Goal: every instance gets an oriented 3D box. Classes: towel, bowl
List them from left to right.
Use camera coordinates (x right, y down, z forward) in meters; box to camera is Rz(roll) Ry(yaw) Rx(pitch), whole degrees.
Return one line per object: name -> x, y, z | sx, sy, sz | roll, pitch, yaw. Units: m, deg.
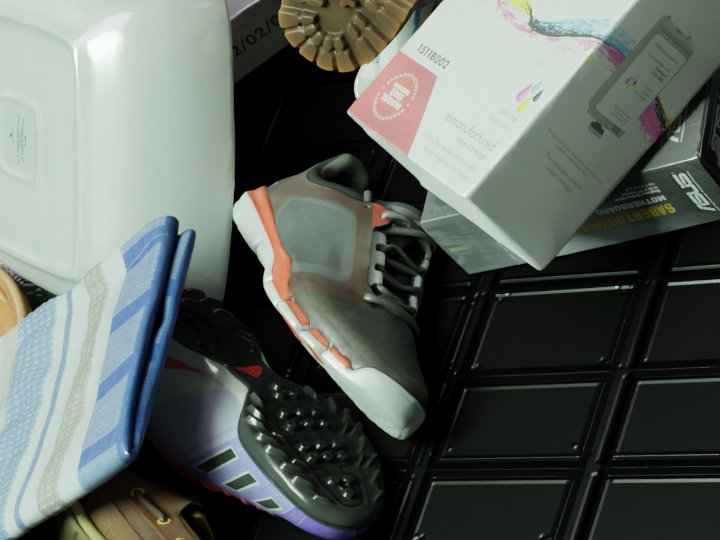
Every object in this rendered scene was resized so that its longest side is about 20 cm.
towel -> -0.157, 0.067, 1.333 | 0.200, 0.024, 0.147 | -32, 36, 44
bowl -> -0.150, -0.072, 1.424 | 0.200, 0.075, 0.200 | 23, 117, 52

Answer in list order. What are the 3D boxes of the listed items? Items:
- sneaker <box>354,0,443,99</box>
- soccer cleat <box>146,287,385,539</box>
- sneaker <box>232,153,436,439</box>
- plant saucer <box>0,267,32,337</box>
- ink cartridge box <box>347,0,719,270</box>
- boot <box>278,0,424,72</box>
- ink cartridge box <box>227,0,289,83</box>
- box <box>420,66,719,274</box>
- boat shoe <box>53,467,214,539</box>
sneaker -> 0.037, -0.166, 1.425 | 0.087, 0.075, 0.200 | -15, 48, 42
soccer cleat -> -0.057, 0.083, 1.310 | 0.200, 0.068, 0.073 | 41, 121, 42
sneaker -> 0.000, 0.000, 1.313 | 0.082, 0.077, 0.200 | -36, 40, 4
plant saucer -> -0.254, 0.084, 1.501 | 0.200, 0.037, 0.200 | -25, 42, 25
ink cartridge box -> 0.102, -0.112, 1.239 | 0.200, 0.067, 0.116 | -49, 37, -2
boot -> 0.042, -0.188, 1.287 | 0.200, 0.075, 0.107 | -43, 5, 41
ink cartridge box -> -0.099, -0.159, 1.544 | 0.115, 0.068, 0.200 | -36, 39, 12
box -> 0.121, -0.104, 1.309 | 0.158, 0.048, 0.200 | -14, 49, 36
boat shoe -> -0.104, 0.139, 1.300 | 0.068, 0.072, 0.200 | -16, 27, -15
